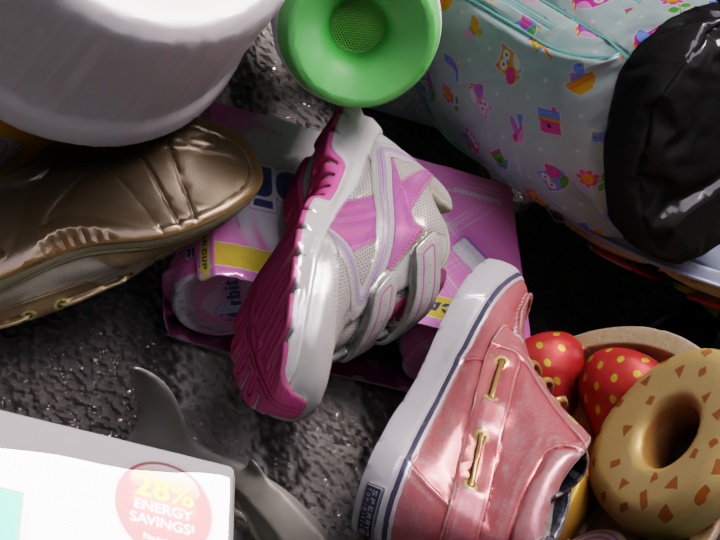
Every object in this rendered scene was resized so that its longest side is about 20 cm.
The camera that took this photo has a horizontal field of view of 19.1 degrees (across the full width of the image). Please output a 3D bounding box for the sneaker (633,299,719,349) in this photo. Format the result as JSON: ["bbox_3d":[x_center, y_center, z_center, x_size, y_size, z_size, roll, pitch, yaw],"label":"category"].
[{"bbox_3d":[0.143,0.077,1.183,0.072,0.083,0.200,39,45,-1],"label":"sneaker"}]

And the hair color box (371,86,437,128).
[{"bbox_3d":[0.072,-0.136,1.313,0.199,0.061,0.099,15,50,-23],"label":"hair color box"}]

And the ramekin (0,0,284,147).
[{"bbox_3d":[-0.121,-0.168,1.008,0.200,0.098,0.201,12,64,-26],"label":"ramekin"}]

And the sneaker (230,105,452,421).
[{"bbox_3d":[0.000,0.000,1.053,0.088,0.081,0.200,28,46,-9],"label":"sneaker"}]

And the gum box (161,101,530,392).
[{"bbox_3d":[-0.012,-0.008,1.158,0.199,0.066,0.114,14,50,-24],"label":"gum box"}]

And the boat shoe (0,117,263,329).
[{"bbox_3d":[-0.144,-0.020,1.058,0.199,0.066,0.074,-17,66,-22],"label":"boat shoe"}]

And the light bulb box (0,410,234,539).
[{"bbox_3d":[-0.177,0.154,0.841,0.198,0.200,0.125,16,50,-21],"label":"light bulb box"}]

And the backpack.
[{"bbox_3d":[0.122,-0.109,1.174,0.126,0.167,0.200,-23,42,-30],"label":"backpack"}]

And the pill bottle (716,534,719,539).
[{"bbox_3d":[0.226,0.109,1.105,0.109,0.109,0.200,35,31,-5],"label":"pill bottle"}]

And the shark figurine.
[{"bbox_3d":[-0.029,0.136,1.030,0.128,0.090,0.215,-16,69,-41],"label":"shark figurine"}]

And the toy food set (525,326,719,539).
[{"bbox_3d":[0.101,0.108,1.066,0.198,0.200,0.049,-50,128,-8],"label":"toy food set"}]

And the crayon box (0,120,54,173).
[{"bbox_3d":[-0.216,-0.087,1.053,0.199,0.119,0.058,3,56,-31],"label":"crayon box"}]

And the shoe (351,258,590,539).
[{"bbox_3d":[0.071,0.072,1.039,0.091,0.072,0.200,19,37,10],"label":"shoe"}]

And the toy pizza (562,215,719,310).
[{"bbox_3d":[0.197,-0.011,1.265,0.200,0.032,0.200,17,16,-5],"label":"toy pizza"}]

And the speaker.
[{"bbox_3d":[-0.007,-0.145,1.123,0.088,0.089,0.200,27,14,-13],"label":"speaker"}]
